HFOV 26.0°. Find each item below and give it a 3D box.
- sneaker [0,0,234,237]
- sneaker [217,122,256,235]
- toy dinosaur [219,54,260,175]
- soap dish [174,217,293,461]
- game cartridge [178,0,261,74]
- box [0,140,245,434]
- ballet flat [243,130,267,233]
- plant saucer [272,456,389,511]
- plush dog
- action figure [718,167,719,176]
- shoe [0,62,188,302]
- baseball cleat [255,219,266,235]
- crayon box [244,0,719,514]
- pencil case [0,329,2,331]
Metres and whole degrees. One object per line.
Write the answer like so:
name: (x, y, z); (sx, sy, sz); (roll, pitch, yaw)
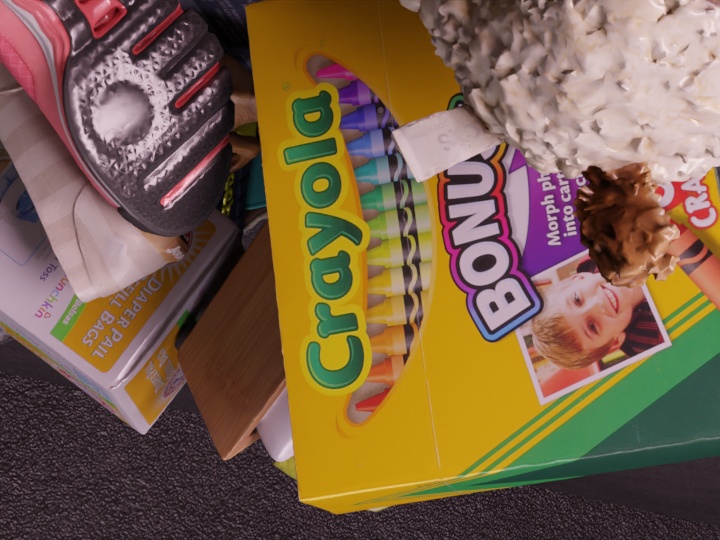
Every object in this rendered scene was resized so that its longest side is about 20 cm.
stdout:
sneaker: (-0.121, -0.106, 0.642); (0.201, 0.074, 0.087); (58, 162, -21)
sneaker: (-0.115, -0.037, 0.925); (0.082, 0.074, 0.201); (23, 128, 11)
toy dinosaur: (-0.060, -0.078, 0.706); (0.198, 0.061, 0.106); (11, 167, -4)
soap dish: (0.000, 0.000, 0.789); (0.081, 0.158, 0.200); (39, -159, 9)
game cartridge: (-0.039, -0.120, 0.716); (0.131, 0.041, 0.200); (4, 167, 12)
box: (-0.162, -0.022, 0.795); (0.199, 0.102, 0.113); (35, 167, 11)
ballet flat: (-0.063, -0.057, 0.980); (0.062, 0.068, 0.199); (-17, -172, -34)
plant saucer: (0.085, 0.068, 0.819); (0.199, 0.048, 0.199); (-18, 172, -43)
plush dog: (0.100, -0.105, 0.461); (0.198, 0.162, 0.172); (11, 142, -13)
action figure: (0.143, -0.050, 0.736); (0.118, 0.103, 0.200); (-14, -140, -22)
shoe: (-0.152, -0.073, 0.712); (0.053, 0.201, 0.070); (-37, 161, 4)
baseball cleat: (-0.026, -0.010, 1.188); (0.105, 0.070, 0.200); (16, 159, 4)
crayon box: (0.052, -0.019, 0.607); (0.170, 0.202, 0.058); (-10, 165, 9)
pencil case: (-0.196, -0.027, 0.939); (0.086, 0.079, 0.200); (13, -146, 31)
